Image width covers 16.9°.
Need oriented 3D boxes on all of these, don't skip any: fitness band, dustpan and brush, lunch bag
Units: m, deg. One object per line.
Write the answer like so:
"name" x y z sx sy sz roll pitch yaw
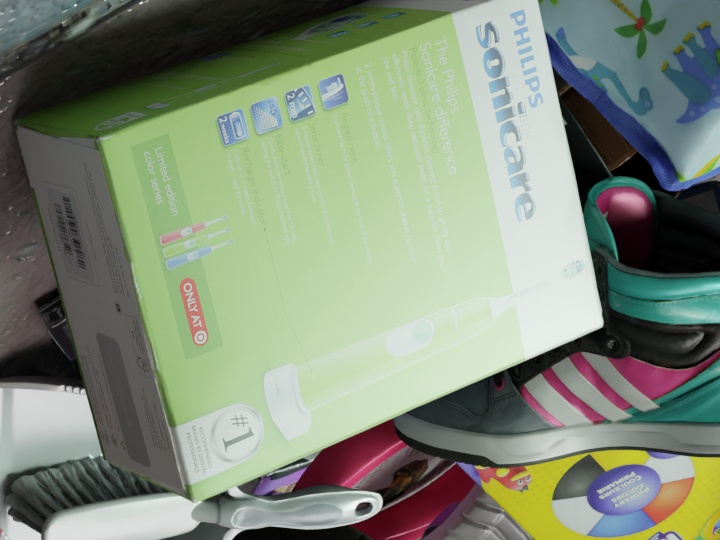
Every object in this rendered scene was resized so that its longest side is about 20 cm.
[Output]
"fitness band" 0.022 0.111 1.306 0.143 0.038 0.200 -36 159 2
"dustpan and brush" -0.089 0.113 1.162 0.199 0.057 0.140 -6 115 -24
"lunch bag" 0.189 -0.142 1.038 0.170 0.127 0.200 -50 169 35

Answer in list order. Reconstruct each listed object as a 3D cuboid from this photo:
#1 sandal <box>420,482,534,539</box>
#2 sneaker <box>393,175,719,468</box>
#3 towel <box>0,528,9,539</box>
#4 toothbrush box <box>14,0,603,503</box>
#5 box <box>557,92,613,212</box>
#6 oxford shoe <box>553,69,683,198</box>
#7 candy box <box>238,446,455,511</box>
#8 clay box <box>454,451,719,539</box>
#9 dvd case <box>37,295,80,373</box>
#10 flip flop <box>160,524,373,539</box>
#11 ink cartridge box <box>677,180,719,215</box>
"sandal" 0.069 0.151 1.334 0.203 0.082 0.050 -49 -163 26
"sneaker" 0.101 0.021 1.079 0.199 0.122 0.084 -4 -157 20
"towel" -0.221 0.141 1.040 0.144 0.201 0.022 -31 -159 -1
"toothbrush box" -0.017 -0.017 0.955 0.199 0.147 0.086 -22 -162 -25
"box" 0.000 0.000 1.106 0.199 0.079 0.141 -22 160 -27
"oxford shoe" 0.143 -0.059 1.232 0.071 0.071 0.200 -40 161 18
"candy box" -0.015 0.100 1.376 0.199 0.072 0.168 -18 156 -33
"clay box" 0.134 0.098 1.229 0.115 0.048 0.200 -31 132 16
"dvd case" -0.049 -0.004 1.157 0.199 0.016 0.149 -30 160 -4
"flip flop" -0.069 0.141 1.225 0.081 0.199 0.058 -63 158 -21
"ink cartridge box" 0.197 0.027 1.372 0.076 0.137 0.200 -15 175 12
